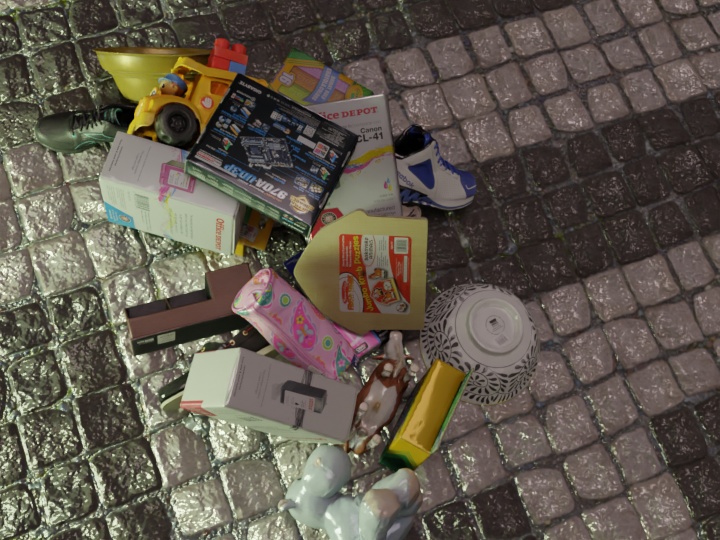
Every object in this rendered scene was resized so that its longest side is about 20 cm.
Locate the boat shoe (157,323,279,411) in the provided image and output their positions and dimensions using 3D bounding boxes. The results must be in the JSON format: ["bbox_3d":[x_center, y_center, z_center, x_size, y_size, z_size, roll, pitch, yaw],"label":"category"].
[{"bbox_3d":[-0.212,0.139,1.389,0.200,0.074,0.063,-30,77,-25],"label":"boat shoe"}]

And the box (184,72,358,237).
[{"bbox_3d":[-0.122,-0.163,1.324,0.198,0.046,0.160,27,68,-1],"label":"box"}]

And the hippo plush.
[{"bbox_3d":[-0.018,0.331,1.333,0.160,0.159,0.202,32,108,22],"label":"hippo plush"}]

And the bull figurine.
[{"bbox_3d":[0.032,0.180,1.394,0.065,0.121,0.202,26,73,-1],"label":"bull figurine"}]

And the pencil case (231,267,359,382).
[{"bbox_3d":[-0.094,0.088,1.378,0.200,0.087,0.088,47,64,-24],"label":"pencil case"}]

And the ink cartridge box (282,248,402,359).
[{"bbox_3d":[-0.028,0.039,1.483,0.094,0.037,0.201,-32,75,-19],"label":"ink cartridge box"}]

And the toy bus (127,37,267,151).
[{"bbox_3d":[-0.237,-0.254,1.414,0.198,0.135,0.195,9,80,-24],"label":"toy bus"}]

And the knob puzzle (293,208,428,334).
[{"bbox_3d":[0.000,0.000,1.412,0.217,0.222,0.031,18,25,-2],"label":"knob puzzle"}]

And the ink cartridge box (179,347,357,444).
[{"bbox_3d":[-0.124,0.176,1.307,0.199,0.145,0.086,25,70,-31],"label":"ink cartridge box"}]

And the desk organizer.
[{"bbox_3d":[-0.252,0.057,1.415,0.198,0.072,0.078,-14,69,-15],"label":"desk organizer"}]

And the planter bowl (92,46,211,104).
[{"bbox_3d":[-0.325,-0.310,1.516,0.198,0.200,0.085,-1,105,-11],"label":"planter bowl"}]

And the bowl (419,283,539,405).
[{"bbox_3d":[0.197,0.098,1.467,0.198,0.094,0.203,3,68,-8],"label":"bowl"}]

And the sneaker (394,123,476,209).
[{"bbox_3d":[0.110,-0.168,1.513,0.197,0.116,0.081,1,33,-31],"label":"sneaker"}]

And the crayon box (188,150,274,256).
[{"bbox_3d":[-0.229,-0.105,1.493,0.198,0.052,0.127,18,67,-2],"label":"crayon box"}]

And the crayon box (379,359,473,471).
[{"bbox_3d":[0.089,0.207,1.337,0.051,0.200,0.127,28,66,2],"label":"crayon box"}]

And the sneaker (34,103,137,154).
[{"bbox_3d":[-0.415,-0.235,1.497,0.197,0.079,0.076,-4,70,-10],"label":"sneaker"}]

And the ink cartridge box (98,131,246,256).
[{"bbox_3d":[-0.266,-0.108,1.381,0.198,0.145,0.086,17,67,-3],"label":"ink cartridge box"}]

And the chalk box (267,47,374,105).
[{"bbox_3d":[-0.058,-0.241,1.540,0.198,0.125,0.125,29,66,1],"label":"chalk box"}]

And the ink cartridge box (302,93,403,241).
[{"bbox_3d":[-0.018,-0.155,1.422,0.146,0.086,0.203,-8,100,4],"label":"ink cartridge box"}]

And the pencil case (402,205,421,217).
[{"bbox_3d":[-0.004,-0.096,1.517,0.198,0.089,0.079,20,95,-1],"label":"pencil case"}]
